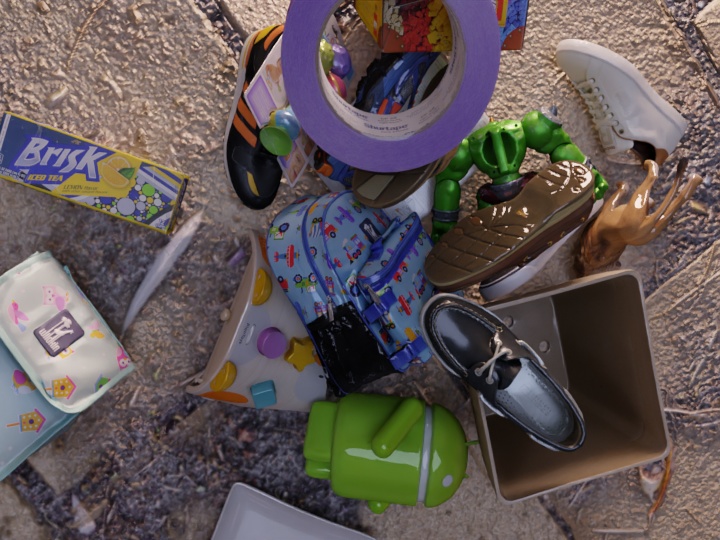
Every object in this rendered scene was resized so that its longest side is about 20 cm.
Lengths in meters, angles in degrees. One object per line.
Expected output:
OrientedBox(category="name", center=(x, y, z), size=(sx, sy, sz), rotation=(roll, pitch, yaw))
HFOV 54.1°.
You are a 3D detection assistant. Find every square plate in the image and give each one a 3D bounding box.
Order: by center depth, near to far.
OrientedBox(category="square plate", center=(-0.103, 0.381, 0.858), size=(0.196, 0.028, 0.202), rotation=(25, 90, -9))

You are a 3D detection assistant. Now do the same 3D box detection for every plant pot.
OrientedBox(category="plant pot", center=(0.204, 0.112, 0.810), size=(0.194, 0.177, 0.206), rotation=(-14, 97, -6))

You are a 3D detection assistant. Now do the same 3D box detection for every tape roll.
OrientedBox(category="tape roll", center=(0.025, -0.197, 0.643), size=(0.194, 0.066, 0.205), rotation=(-1, 120, -2))

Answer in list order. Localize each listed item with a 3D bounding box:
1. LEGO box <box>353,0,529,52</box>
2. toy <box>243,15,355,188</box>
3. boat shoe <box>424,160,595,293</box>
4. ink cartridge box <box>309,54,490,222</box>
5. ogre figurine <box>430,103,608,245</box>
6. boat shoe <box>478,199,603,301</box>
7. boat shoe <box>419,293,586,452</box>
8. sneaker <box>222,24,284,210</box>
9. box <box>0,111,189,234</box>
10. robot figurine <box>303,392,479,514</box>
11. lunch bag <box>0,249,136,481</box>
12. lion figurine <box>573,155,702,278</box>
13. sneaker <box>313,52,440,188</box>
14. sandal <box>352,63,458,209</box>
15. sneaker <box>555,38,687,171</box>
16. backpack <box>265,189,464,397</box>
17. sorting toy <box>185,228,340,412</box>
OrientedBox(category="LEGO box", center=(0.076, -0.298, 0.749), size=(0.144, 0.202, 0.079), rotation=(-3, 122, -8))
OrientedBox(category="toy", center=(-0.044, -0.199, 0.743), size=(0.203, 0.046, 0.116), rotation=(-64, 143, -34))
OrientedBox(category="boat shoe", center=(0.159, -0.032, 0.730), size=(0.197, 0.072, 0.068), rotation=(-32, 134, -1))
OrientedBox(category="ink cartridge box", center=(0.051, -0.148, 0.847), size=(0.199, 0.050, 0.163), rotation=(-40, 99, 8))
OrientedBox(category="ogre figurine", center=(0.164, -0.107, 0.784), size=(0.195, 0.098, 0.123), rotation=(-7, 113, 31))
OrientedBox(category="boat shoe", center=(0.207, -0.049, 0.855), size=(0.199, 0.072, 0.068), rotation=(-42, 101, -6))
OrientedBox(category="boat shoe", center=(0.141, 0.097, 0.682), size=(0.198, 0.060, 0.076), rotation=(37, 89, -8))
OrientedBox(category="sneaker", center=(-0.102, -0.170, 0.781), size=(0.068, 0.089, 0.207), rotation=(6, 92, -32))
OrientedBox(category="box", center=(-0.295, -0.105, 0.778), size=(0.195, 0.064, 0.072), rotation=(19, 91, -10))
OrientedBox(category="robot figurine", center=(0.034, 0.205, 0.812), size=(0.194, 0.118, 0.178), rotation=(6, 138, 4))
OrientedBox(category="lunch bag", center=(-0.364, 0.102, 0.755), size=(0.199, 0.122, 0.172), rotation=(-38, 96, -13))
OrientedBox(category="lion figurine", center=(0.307, -0.052, 0.813), size=(0.072, 0.200, 0.124), rotation=(35, 81, 11))
OrientedBox(category="sneaker", center=(0.029, -0.178, 0.788), size=(0.078, 0.075, 0.202), rotation=(34, 98, -27))
OrientedBox(category="sandal", center=(0.072, -0.138, 0.750), size=(0.079, 0.054, 0.201), rotation=(30, 75, 34))
OrientedBox(category="sneaker", center=(0.308, -0.197, 0.859), size=(0.198, 0.073, 0.086), rotation=(35, 86, -11))
OrientedBox(category="backpack", center=(0.000, 0.000, 0.764), size=(0.133, 0.183, 0.203), rotation=(-26, 100, 35))
OrientedBox(category="sorting toy", center=(-0.078, 0.086, 0.822), size=(0.177, 0.106, 0.205), rotation=(23, 90, -29))
